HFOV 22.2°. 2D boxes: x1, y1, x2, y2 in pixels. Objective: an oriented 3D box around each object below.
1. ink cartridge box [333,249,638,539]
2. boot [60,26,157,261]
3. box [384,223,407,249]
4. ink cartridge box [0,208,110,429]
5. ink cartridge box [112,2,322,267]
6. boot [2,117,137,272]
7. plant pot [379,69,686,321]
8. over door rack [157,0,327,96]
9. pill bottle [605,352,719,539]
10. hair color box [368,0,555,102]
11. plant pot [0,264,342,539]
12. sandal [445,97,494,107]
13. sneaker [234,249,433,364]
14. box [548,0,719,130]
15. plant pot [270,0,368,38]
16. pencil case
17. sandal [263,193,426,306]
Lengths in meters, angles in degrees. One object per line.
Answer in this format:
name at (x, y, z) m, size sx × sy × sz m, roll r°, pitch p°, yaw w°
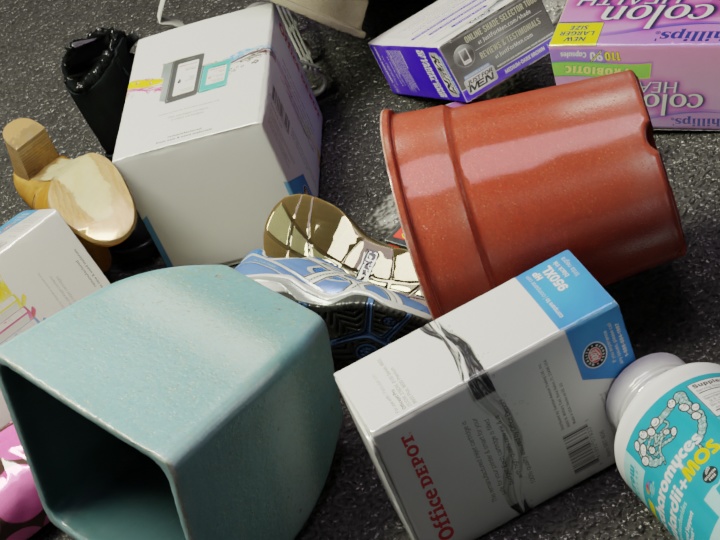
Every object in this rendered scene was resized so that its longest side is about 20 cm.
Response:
ink cartridge box at (0.100, 0.099, 1.336) m, size 0.200 × 0.145 × 0.084 m, roll -27°, pitch 38°, yaw -6°
boot at (-0.232, -0.126, 1.758) m, size 0.073 × 0.163 × 0.198 m, roll -12°, pitch 39°, yaw 16°
box at (0.135, -0.062, 1.595) m, size 0.137 × 0.040 × 0.200 m, roll 17°, pitch 53°, yaw 41°
ink cartridge box at (-0.319, 0.054, 1.587) m, size 0.200 × 0.125 × 0.129 m, roll -39°, pitch 15°, yaw -16°
ink cartridge box at (-0.127, -0.124, 1.716) m, size 0.146 × 0.147 × 0.200 m, roll -14°, pitch 38°, yaw 13°
boot at (-0.247, -0.044, 1.665) m, size 0.071 × 0.144 × 0.201 m, roll -37°, pitch 50°, yaw -17°
plant pot at (0.137, -0.056, 1.411) m, size 0.195 × 0.201 × 0.201 m, roll -17°, pitch 38°, yaw 9°
over door rack at (-0.139, -0.247, 1.853) m, size 0.067 × 0.200 × 0.148 m, roll -52°, pitch 33°, yaw 20°
pill bottle at (0.246, 0.136, 1.247) m, size 0.111 × 0.111 × 0.200 m, roll -29°, pitch 38°, yaw -8°
hair color box at (0.094, -0.213, 1.724) m, size 0.109 × 0.065 × 0.200 m, roll -32°, pitch 15°, yaw -11°
plant pot at (-0.124, 0.109, 1.392) m, size 0.196 × 0.196 × 0.200 m, roll 26°, pitch 52°, yaw 33°
sandal at (0.128, -0.123, 1.597) m, size 0.082 × 0.050 × 0.203 m, roll -38°, pitch 38°, yaw -20°
sneaker at (-0.016, 0.026, 1.503) m, size 0.200 × 0.076 × 0.077 m, roll 15°, pitch 40°, yaw 3°
box at (0.283, -0.225, 1.658) m, size 0.176 × 0.097 × 0.200 m, roll 3°, pitch 45°, yaw 23°
plant pot at (-0.050, -0.349, 1.786) m, size 0.200 × 0.200 × 0.184 m, roll 34°, pitch 103°, yaw 47°
pencil case at (-0.276, 0.160, 1.501) m, size 0.200 × 0.091 × 0.094 m, roll -34°, pitch 43°, yaw -17°
sandal at (0.000, 0.000, 1.580) m, size 0.200 × 0.054 × 0.080 m, roll 23°, pitch 80°, yaw 25°
